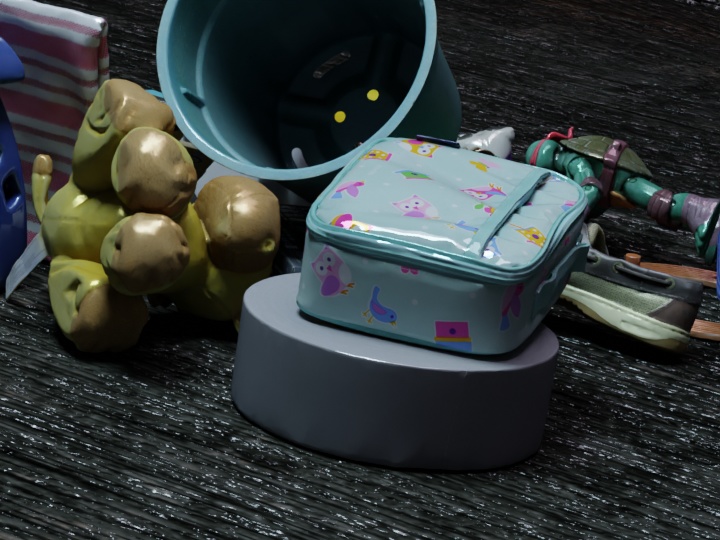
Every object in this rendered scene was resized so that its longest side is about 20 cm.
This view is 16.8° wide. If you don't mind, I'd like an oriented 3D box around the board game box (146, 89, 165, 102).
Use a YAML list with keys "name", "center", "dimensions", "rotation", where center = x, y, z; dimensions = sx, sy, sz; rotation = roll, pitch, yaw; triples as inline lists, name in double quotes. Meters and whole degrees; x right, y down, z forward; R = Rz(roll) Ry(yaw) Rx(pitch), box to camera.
- name: "board game box"
  center: [-0.201, -0.113, 2.086]
  dimensions: [0.151, 0.047, 0.200]
  rotation: [20, 19, 37]

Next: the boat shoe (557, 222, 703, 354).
- name: "boat shoe"
  center: [0.161, -0.004, 1.787]
  dimensions: [0.200, 0.065, 0.073]
  rotation: [27, 1, 19]

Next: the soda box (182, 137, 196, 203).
- name: "soda box"
  center: [-0.131, -0.091, 1.991]
  dimensions: [0.063, 0.071, 0.200]
  rotation: [18, 17, 37]

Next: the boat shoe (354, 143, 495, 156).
- name: "boat shoe"
  center: [0.082, -0.067, 1.899]
  dimensions: [0.200, 0.072, 0.076]
  rotation: [26, 42, -6]

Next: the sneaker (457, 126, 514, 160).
- name: "sneaker"
  center: [0.086, -0.071, 2.060]
  dimensions: [0.080, 0.084, 0.200]
  rotation: [-9, 0, -5]

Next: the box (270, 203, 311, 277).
- name: "box"
  center: [0.000, 0.000, 1.765]
  dimensions: [0.157, 0.051, 0.200]
  rotation: [4, 15, -17]

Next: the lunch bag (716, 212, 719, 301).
- name: "lunch bag"
  center: [0.346, 0.000, 1.845]
  dimensions: [0.160, 0.083, 0.200]
  rotation: [24, 20, -2]

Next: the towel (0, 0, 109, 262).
- name: "towel"
  center: [-0.247, -0.100, 1.717]
  dimensions: [0.146, 0.201, 0.030]
  rotation: [13, 30, 15]

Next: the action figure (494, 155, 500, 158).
- name: "action figure"
  center: [0.072, -0.042, 1.733]
  dimensions: [0.118, 0.055, 0.200]
  rotation: [18, 25, 15]

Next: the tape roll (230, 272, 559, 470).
- name: "tape roll"
  center: [0.021, 0.060, 1.522]
  dimensions: [0.200, 0.066, 0.200]
  rotation: [8, 15, -2]

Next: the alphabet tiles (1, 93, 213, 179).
- name: "alphabet tiles"
  center: [-0.202, -0.086, 1.809]
  dimensions: [0.166, 0.006, 0.200]
  rotation: [14, -23, -17]

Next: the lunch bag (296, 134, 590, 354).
- name: "lunch bag"
  center: [0.058, -0.019, 1.531]
  dimensions: [0.160, 0.077, 0.200]
  rotation: [12, 23, 14]

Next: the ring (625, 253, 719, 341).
- name: "ring"
  center: [0.269, 0.019, 1.913]
  dimensions: [0.200, 0.019, 0.200]
  rotation: [7, 15, -2]

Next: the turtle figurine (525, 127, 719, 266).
- name: "turtle figurine"
  center: [0.202, -0.061, 2.024]
  dimensions: [0.199, 0.101, 0.150]
  rotation: [18, 14, 17]

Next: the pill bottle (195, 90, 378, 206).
- name: "pill bottle"
  center: [-0.040, -0.089, 1.960]
  dimensions: [0.112, 0.112, 0.200]
  rotation: [21, 19, 39]

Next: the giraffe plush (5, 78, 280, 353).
- name: "giraffe plush"
  center: [-0.122, -0.016, 1.622]
  dimensions: [0.162, 0.173, 0.200]
  rotation: [12, -24, -30]

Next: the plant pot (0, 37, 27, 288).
- name: "plant pot"
  center: [-0.348, -0.086, 1.634]
  dimensions: [0.200, 0.180, 0.200]
  rotation: [18, 18, 30]

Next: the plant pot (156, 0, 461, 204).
- name: "plant pot"
  center: [-0.020, -0.135, 1.745]
  dimensions: [0.200, 0.201, 0.196]
  rotation: [14, -10, 18]
